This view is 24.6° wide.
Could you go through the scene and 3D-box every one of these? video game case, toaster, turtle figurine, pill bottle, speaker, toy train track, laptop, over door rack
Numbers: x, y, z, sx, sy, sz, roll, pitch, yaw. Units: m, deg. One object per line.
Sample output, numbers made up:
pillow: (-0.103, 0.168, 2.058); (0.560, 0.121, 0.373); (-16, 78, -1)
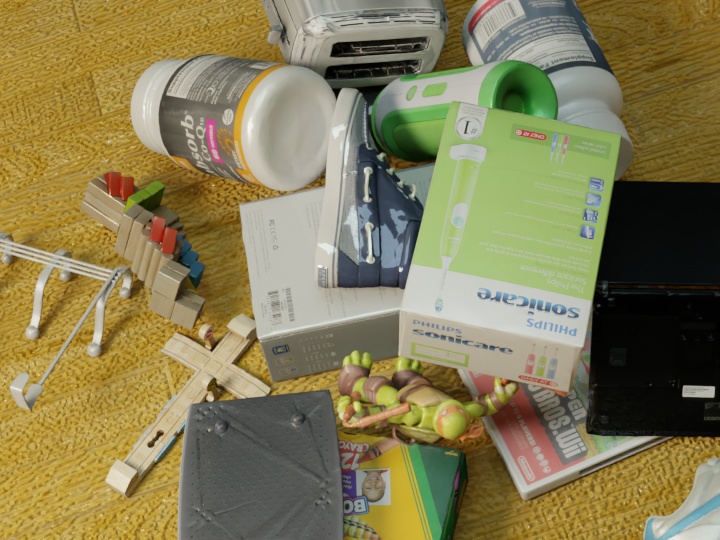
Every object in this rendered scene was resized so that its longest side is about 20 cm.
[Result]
video game case: (0.202, 0.101, 1.431); (0.199, 0.017, 0.144); (-22, 55, -6)
toaster: (0.002, -0.253, 1.571); (0.198, 0.114, 0.130); (-6, 62, -17)
turtle figurine: (0.058, 0.110, 1.366); (0.199, 0.065, 0.161); (-9, 15, -22)
pill bottle: (-0.123, -0.144, 1.562); (0.199, 0.117, 0.117); (14, 56, 45)
speaker: (0.091, -0.143, 1.500); (0.089, 0.089, 0.200); (-47, 23, -22)
pill bottle: (0.180, -0.170, 1.557); (0.119, 0.120, 0.201); (-18, 56, -3)
toy train track: (-0.158, 0.113, 1.471); (0.114, 0.033, 0.200); (27, 65, 24)
laptop: (0.277, 0.032, 1.408); (0.176, 0.202, 0.103); (1, 12, -1)
over door rack: (-0.317, 0.051, 1.508); (0.147, 0.067, 0.200); (14, 39, 17)

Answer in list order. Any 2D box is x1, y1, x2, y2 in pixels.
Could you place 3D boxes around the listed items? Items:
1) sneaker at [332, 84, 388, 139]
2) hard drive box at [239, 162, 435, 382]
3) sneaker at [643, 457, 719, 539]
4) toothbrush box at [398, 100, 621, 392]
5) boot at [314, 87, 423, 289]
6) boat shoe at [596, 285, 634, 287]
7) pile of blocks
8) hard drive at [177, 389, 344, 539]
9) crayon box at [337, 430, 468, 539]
sneaker: (-0.001, -0.207, 1.650); (0.105, 0.075, 0.201); (9, 59, 3)
hard drive box: (0.000, 0.000, 1.496); (0.198, 0.077, 0.157); (-11, 55, 2)
sneaker: (0.317, 0.176, 1.327); (0.200, 0.077, 0.081); (-37, 56, -18)
toothbrush box: (0.121, -0.021, 1.328); (0.144, 0.086, 0.201); (11, 61, 6)
boot: (0.014, -0.070, 1.462); (0.090, 0.073, 0.201); (5, 63, 3)
boat shoe: (0.168, -0.027, 1.458); (0.199, 0.074, 0.065); (11, 16, -30)
pile of blocks: (-0.186, -0.036, 1.539); (0.082, 0.062, 0.200); (-11, 48, -36)
hard drive: (-0.078, 0.195, 1.324); (0.134, 0.042, 0.201); (-7, 55, 4)
crayon box: (-0.019, 0.199, 1.375); (0.198, 0.058, 0.119); (8, 57, 14)
